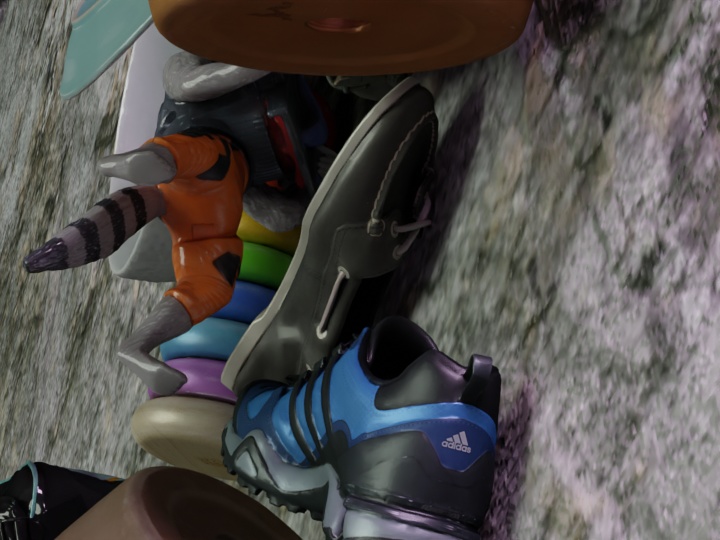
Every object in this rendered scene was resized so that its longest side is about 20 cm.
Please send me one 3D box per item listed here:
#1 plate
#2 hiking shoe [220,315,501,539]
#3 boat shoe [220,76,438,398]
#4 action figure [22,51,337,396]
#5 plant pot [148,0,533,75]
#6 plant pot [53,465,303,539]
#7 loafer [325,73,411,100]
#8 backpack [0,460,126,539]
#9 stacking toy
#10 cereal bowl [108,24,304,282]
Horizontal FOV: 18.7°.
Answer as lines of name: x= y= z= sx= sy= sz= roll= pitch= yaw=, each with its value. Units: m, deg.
plate: x=-0.095 y=-0.170 z=1.117 sx=0.200 sy=0.026 sz=0.200 roll=-44 pitch=16 yaw=16
hiking shoe: x=0.007 y=0.061 z=0.855 sx=0.200 sy=0.074 sz=0.087 roll=20 pitch=91 yaw=65
boat shoe: x=0.000 y=0.000 z=0.955 sx=0.067 sy=0.057 sz=0.201 roll=-43 pitch=-13 yaw=-46
action figure: x=-0.079 y=-0.070 z=0.998 sx=0.194 sy=0.104 sz=0.201 roll=-64 pitch=-35 yaw=-55
plant pot: x=-0.007 y=-0.155 z=0.808 sx=0.200 sy=0.198 sz=0.141 roll=156 pitch=116 yaw=-72
plant pot: x=-0.097 y=0.188 z=0.964 sx=0.175 sy=0.199 sz=0.201 roll=-54 pitch=22 yaw=16
loafer: x=0.010 y=-0.106 z=0.980 sx=0.200 sy=0.071 sz=0.063 roll=-129 pitch=18 yaw=-75
backpack: x=-0.168 y=0.202 z=1.224 sx=0.200 sy=0.152 sz=0.177 roll=-17 pitch=61 yaw=63
stacking toy: x=-0.052 y=0.001 z=1.102 sx=0.085 sy=0.085 sz=0.202 roll=139 pitch=146 yaw=-67
cereal bowl: x=-0.084 y=-0.088 z=1.249 sx=0.200 sy=0.083 sz=0.202 roll=-170 pitch=90 yaw=-76
